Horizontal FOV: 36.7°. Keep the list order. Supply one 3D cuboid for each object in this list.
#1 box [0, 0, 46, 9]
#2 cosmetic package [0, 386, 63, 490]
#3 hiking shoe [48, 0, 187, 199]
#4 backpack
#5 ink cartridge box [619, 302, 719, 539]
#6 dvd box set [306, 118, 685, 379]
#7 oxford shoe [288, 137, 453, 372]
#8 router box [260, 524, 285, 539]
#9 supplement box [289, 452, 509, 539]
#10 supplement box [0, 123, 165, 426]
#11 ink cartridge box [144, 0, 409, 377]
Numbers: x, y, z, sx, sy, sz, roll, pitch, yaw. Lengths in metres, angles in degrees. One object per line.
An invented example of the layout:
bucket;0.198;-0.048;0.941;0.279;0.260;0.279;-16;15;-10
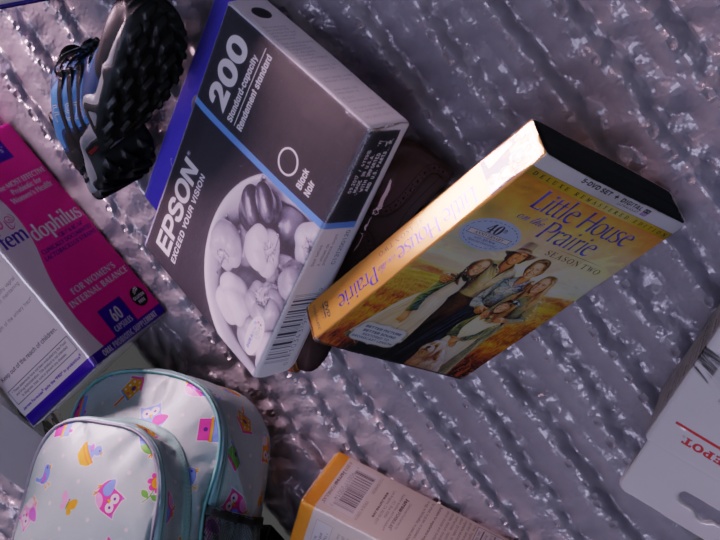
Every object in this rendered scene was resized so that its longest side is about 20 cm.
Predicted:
box;-0.196;-0.280;0.693;0.182;0.105;0.202;-2;111;25
cosmetic package;-0.304;0.107;0.874;0.083;0.051;0.200;44;172;43
hiking shoe;-0.181;-0.129;0.748;0.087;0.074;0.200;46;143;8
backpack;-0.163;0.174;0.829;0.174;0.153;0.202;0;68;31
ink cartridge box;0.257;0.075;0.667;0.115;0.067;0.201;30;121;9
dvd box set;0.083;-0.002;0.680;0.200;0.146;0.030;-39;51;32
oxford shoe;0.000;0.000;0.752;0.072;0.071;0.201;26;121;5
router box;-0.168;0.291;0.906;0.198;0.158;0.052;-4;140;27
supplement box;0.040;0.247;0.841;0.199;0.074;0.127;26;121;12
supplement box;-0.269;0.001;0.856;0.103;0.101;0.200;-39;93;33
ink cartridge box;-0.080;-0.069;0.725;0.200;0.043;0.199;45;125;30
